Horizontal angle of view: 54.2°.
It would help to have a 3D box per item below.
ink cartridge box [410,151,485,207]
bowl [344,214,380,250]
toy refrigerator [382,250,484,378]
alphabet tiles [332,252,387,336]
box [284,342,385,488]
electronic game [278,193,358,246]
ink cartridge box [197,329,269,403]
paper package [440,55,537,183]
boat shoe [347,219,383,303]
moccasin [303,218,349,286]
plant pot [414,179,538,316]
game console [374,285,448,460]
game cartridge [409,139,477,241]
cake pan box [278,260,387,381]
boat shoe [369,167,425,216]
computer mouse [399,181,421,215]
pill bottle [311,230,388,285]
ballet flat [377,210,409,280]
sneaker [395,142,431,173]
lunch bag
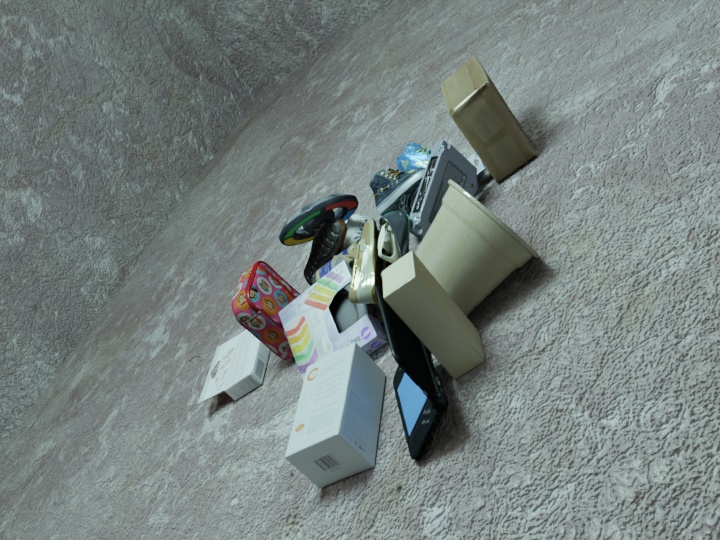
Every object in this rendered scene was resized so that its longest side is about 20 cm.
[{"bbox_3d":[0.200,-0.177,1.563,0.198,0.039,0.100,-37,26,20],"label":"ink cartridge box"},{"bbox_3d":[-0.032,-0.068,1.684,0.199,0.094,0.203,-35,27,20],"label":"bowl"},{"bbox_3d":[0.114,0.074,1.123,0.069,0.200,0.077,-33,27,19],"label":"toy refrigerator"},{"bbox_3d":[0.017,0.047,1.411,0.195,0.007,0.173,-3,72,33],"label":"alphabet tiles"},{"bbox_3d":[-0.039,0.247,1.216,0.123,0.098,0.203,-29,30,29],"label":"box"},{"bbox_3d":[-0.092,-0.111,1.567,0.196,0.042,0.200,-27,-11,-6],"label":"electronic game"},{"bbox_3d":[-0.293,0.226,1.692,0.174,0.045,0.202,-32,28,24],"label":"ink cartridge box"},{"bbox_3d":[0.266,-0.322,1.488,0.102,0.200,0.193,-33,28,19],"label":"paper package"},{"bbox_3d":[0.006,-0.020,1.365,0.064,0.075,0.203,-10,43,13],"label":"boat shoe"},{"bbox_3d":[-0.067,-0.041,1.578,0.076,0.074,0.204,-19,-34,-34],"label":"moccasin"},{"bbox_3d":[0.174,-0.019,1.215,0.185,0.199,0.201,-51,24,8],"label":"plant pot"},{"bbox_3d":[0.057,0.157,1.101,0.202,0.113,0.180,-103,30,-60],"label":"game console"},{"bbox_3d":[0.170,-0.140,1.420,0.041,0.132,0.205,4,67,46],"label":"game cartridge"},{"bbox_3d":[-0.056,0.109,1.404,0.198,0.052,0.188,-35,60,19],"label":"cake pan box"},{"bbox_3d":[0.085,-0.211,1.662,0.070,0.093,0.199,-16,-12,-37],"label":"boat shoe"},{"bbox_3d":[0.154,-0.181,1.533,0.198,0.053,0.140,-36,26,20],"label":"computer mouse"},{"bbox_3d":[0.000,0.000,1.511,0.198,0.112,0.113,-36,26,18],"label":"pill bottle"},{"bbox_3d":[0.066,-0.014,1.336,0.072,0.072,0.207,-18,73,42],"label":"ballet flat"},{"bbox_3d":[0.152,-0.256,1.660,0.197,0.107,0.075,-15,17,46],"label":"sneaker"},{"bbox_3d":[-0.190,0.082,1.576,0.081,0.200,0.178,-34,27,26],"label":"lunch bag"}]
